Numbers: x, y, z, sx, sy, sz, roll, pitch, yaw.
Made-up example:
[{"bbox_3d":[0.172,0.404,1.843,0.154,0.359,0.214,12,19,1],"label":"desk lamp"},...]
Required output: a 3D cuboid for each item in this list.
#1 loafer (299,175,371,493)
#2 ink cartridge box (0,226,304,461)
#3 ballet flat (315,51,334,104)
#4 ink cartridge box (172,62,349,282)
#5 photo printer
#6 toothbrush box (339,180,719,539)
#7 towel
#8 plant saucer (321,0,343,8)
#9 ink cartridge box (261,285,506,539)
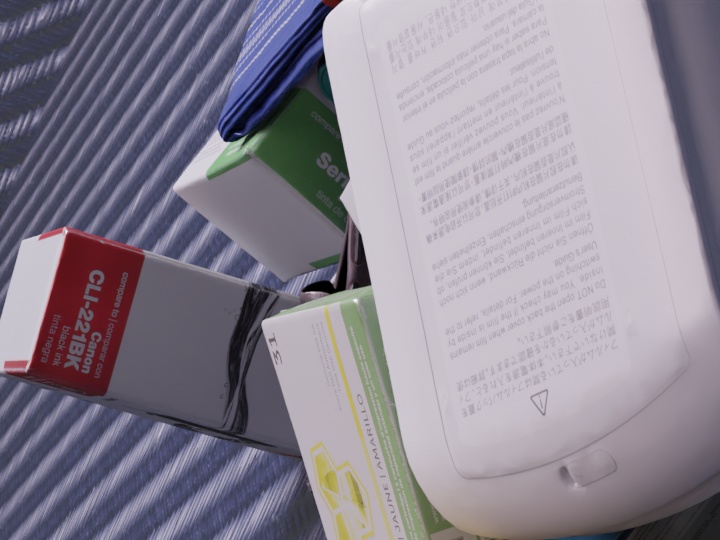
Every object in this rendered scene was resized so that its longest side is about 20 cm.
[{"bbox_3d":[0.000,0.000,1.114,0.072,0.063,0.201,-158,82,-76],"label":"loafer"},{"bbox_3d":[-0.094,0.045,1.458,0.144,0.199,0.084,172,113,-73],"label":"ink cartridge box"},{"bbox_3d":[0.069,-0.112,1.242,0.199,0.069,0.070,-5,62,40],"label":"ballet flat"},{"bbox_3d":[0.008,-0.100,1.381,0.200,0.087,0.145,-54,11,-17],"label":"ink cartridge box"},{"bbox_3d":[0.070,-0.019,0.831,0.166,0.069,0.201,-29,67,47],"label":"photo printer"},{"bbox_3d":[0.093,-0.009,0.929,0.147,0.085,0.200,-59,46,37],"label":"toothbrush box"},{"bbox_3d":[-0.013,-0.169,1.303,0.145,0.024,0.201,-43,25,51],"label":"towel"},{"bbox_3d":[0.084,-0.125,1.037,0.200,0.199,0.037,142,144,-63],"label":"plant saucer"},{"bbox_3d":[0.003,0.081,0.989,0.200,0.048,0.146,-14,93,68],"label":"ink cartridge box"}]
